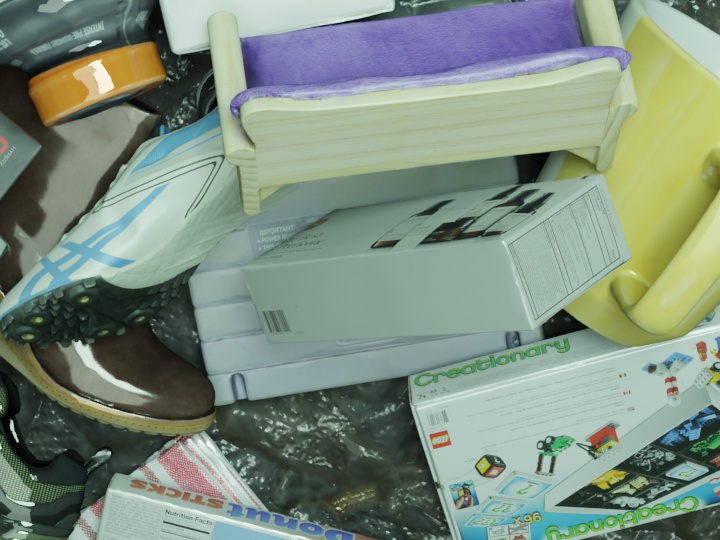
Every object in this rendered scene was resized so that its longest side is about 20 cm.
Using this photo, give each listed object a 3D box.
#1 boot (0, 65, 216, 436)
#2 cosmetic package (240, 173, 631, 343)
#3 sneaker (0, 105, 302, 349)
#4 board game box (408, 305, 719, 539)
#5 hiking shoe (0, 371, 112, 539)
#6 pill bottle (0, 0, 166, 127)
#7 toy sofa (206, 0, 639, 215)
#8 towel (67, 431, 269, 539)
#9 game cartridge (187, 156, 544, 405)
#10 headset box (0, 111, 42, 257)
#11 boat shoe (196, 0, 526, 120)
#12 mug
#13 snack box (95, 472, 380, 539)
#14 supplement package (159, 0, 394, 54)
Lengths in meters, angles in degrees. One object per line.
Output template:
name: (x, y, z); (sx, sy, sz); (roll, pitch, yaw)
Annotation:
boot: (-0.145, -0.013, 1.005); (0.199, 0.072, 0.167); (28, 109, 2)
cosmetic package: (0.033, -0.005, 0.914); (0.199, 0.082, 0.051); (-6, 109, 48)
sneaker: (-0.114, -0.028, 0.957); (0.200, 0.072, 0.073); (-36, 59, 10)
board game box: (0.139, 0.094, 1.039); (0.199, 0.035, 0.127); (-15, 121, 5)
hiking shoe: (-0.249, 0.097, 1.056); (0.199, 0.076, 0.101); (28, 84, -4)
pill bottle: (-0.168, -0.179, 0.933); (0.106, 0.106, 0.201); (-20, 94, 7)
toy sofa: (0.029, -0.095, 0.868); (0.199, 0.098, 0.083); (-8, 62, -3)
towel: (-0.130, 0.203, 1.098); (0.200, 0.030, 0.147); (-37, 101, 14)
game cartridge: (0.000, 0.000, 1.034); (0.199, 0.038, 0.130); (-9, 101, 4)
headset box: (-0.272, -0.056, 0.911); (0.200, 0.075, 0.149); (41, 77, -17)
boat shoe: (0.002, -0.114, 0.983); (0.199, 0.066, 0.070); (-14, 105, 6)
mug: (0.155, -0.043, 0.947); (0.149, 0.186, 0.153); (43, 111, 21)
snack box: (-0.058, 0.179, 1.057); (0.199, 0.024, 0.072); (14, 109, -1)
supplement package: (-0.057, -0.228, 0.923); (0.119, 0.121, 0.201); (-11, 106, 3)
